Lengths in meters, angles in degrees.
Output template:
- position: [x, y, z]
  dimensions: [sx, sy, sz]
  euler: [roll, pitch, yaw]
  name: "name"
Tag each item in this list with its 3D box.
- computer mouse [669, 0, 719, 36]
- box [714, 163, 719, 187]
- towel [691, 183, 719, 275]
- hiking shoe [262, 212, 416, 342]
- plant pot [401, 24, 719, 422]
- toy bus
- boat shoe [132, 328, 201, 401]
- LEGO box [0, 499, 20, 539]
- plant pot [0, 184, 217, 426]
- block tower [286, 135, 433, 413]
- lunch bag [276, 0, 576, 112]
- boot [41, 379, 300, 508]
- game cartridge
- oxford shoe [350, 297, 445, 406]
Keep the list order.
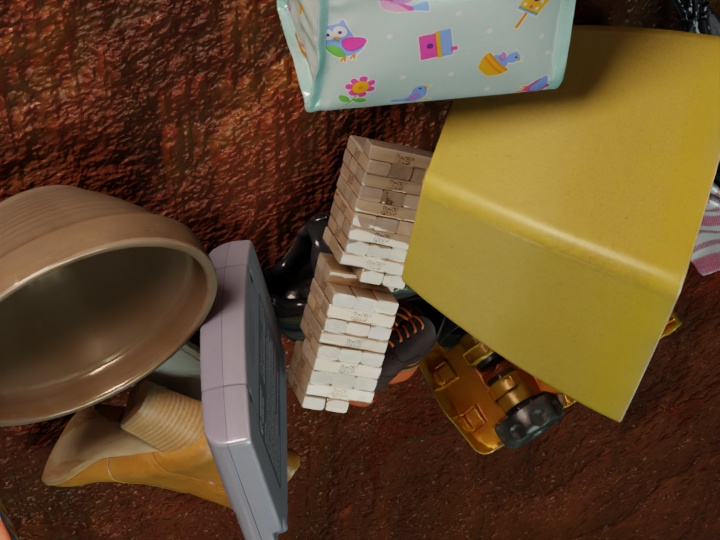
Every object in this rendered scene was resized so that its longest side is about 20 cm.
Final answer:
- position: [0.168, -0.144, 1.592]
  dimensions: [0.199, 0.044, 0.110]
  euler: [-27, 128, 6]
  name: "computer mouse"
- position: [0.273, -0.081, 1.694]
  dimensions: [0.046, 0.159, 0.200]
  euler: [-64, 151, -3]
  name: "box"
- position: [0.234, -0.048, 1.670]
  dimensions: [0.199, 0.030, 0.146]
  euler: [26, 168, -22]
  name: "towel"
- position: [0.005, -0.013, 1.635]
  dimensions: [0.200, 0.076, 0.101]
  euler: [-36, 156, 14]
  name: "hiking shoe"
- position: [0.134, -0.049, 1.465]
  dimensions: [0.176, 0.201, 0.200]
  euler: [18, 151, 5]
  name: "plant pot"
- position: [0.172, 0.054, 1.884]
  dimensions: [0.200, 0.136, 0.192]
  euler: [-37, 168, 20]
  name: "toy bus"
- position: [-0.123, 0.064, 1.647]
  dimensions: [0.075, 0.062, 0.200]
  euler: [-13, 153, 26]
  name: "boat shoe"
- position: [-0.353, 0.192, 1.556]
  dimensions: [0.199, 0.149, 0.077]
  euler: [-27, 154, -6]
  name: "LEGO box"
- position: [-0.202, 0.009, 1.450]
  dimensions: [0.200, 0.093, 0.201]
  euler: [-22, 153, -12]
  name: "plant pot"
- position: [0.000, 0.000, 1.576]
  dimensions: [0.054, 0.058, 0.201]
  euler: [9, 110, -20]
  name: "block tower"
- position: [0.043, -0.199, 1.290]
  dimensions: [0.169, 0.122, 0.200]
  euler: [-5, 140, -13]
  name: "lunch bag"
- position: [-0.146, 0.152, 1.672]
  dimensions: [0.144, 0.071, 0.201]
  euler: [31, 147, -22]
  name: "boot"
- position: [-0.081, 0.080, 1.541]
  dimensions: [0.040, 0.200, 0.134]
  euler: [-7, 132, 4]
  name: "game cartridge"
- position: [0.013, 0.054, 1.744]
  dimensions: [0.073, 0.071, 0.200]
  euler: [-47, 173, 20]
  name: "oxford shoe"
